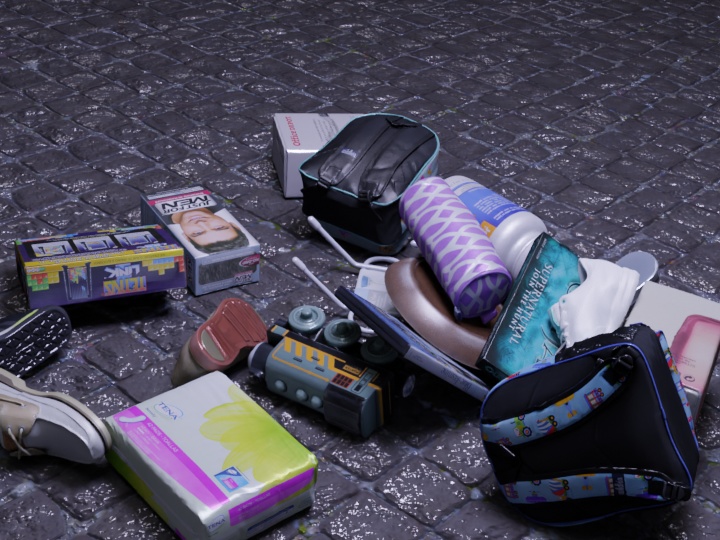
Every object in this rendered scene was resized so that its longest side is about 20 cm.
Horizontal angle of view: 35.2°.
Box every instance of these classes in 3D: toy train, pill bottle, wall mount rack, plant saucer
[{"bbox_3d":[-0.037,0.115,1.321,0.197,0.086,0.114,21,43,26],"label":"toy train"},{"bbox_3d":[0.178,-0.038,1.502,0.111,0.114,0.199,-18,36,-33],"label":"pill bottle"},{"bbox_3d":[0.000,0.000,1.520,0.170,0.076,0.201,9,30,4],"label":"wall mount rack"},{"bbox_3d":[0.120,0.045,1.422,0.198,0.032,0.201,27,27,-15],"label":"plant saucer"}]

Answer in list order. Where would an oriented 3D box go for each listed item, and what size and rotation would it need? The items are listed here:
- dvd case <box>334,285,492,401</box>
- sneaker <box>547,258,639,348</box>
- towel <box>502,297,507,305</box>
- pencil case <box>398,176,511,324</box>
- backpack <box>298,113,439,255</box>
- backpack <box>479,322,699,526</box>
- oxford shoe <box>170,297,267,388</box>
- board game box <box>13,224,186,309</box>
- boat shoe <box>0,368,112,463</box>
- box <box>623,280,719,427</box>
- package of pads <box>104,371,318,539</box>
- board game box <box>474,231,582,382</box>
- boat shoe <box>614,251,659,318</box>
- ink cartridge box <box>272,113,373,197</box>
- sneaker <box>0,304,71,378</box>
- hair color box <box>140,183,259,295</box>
[{"bbox_3d":[0.069,0.090,1.315,0.199,0.018,0.142,32,5,-45],"label":"dvd case"},{"bbox_3d":[0.252,0.074,1.311,0.087,0.076,0.202,22,61,10],"label":"sneaker"},{"bbox_3d":[0.194,-0.016,1.603,0.146,0.050,0.199,-16,36,-33],"label":"towel"},{"bbox_3d":[0.117,-0.029,1.414,0.083,0.086,0.202,-28,50,2],"label":"pencil case"},{"bbox_3d":[0.024,-0.133,1.663,0.173,0.155,0.201,18,53,23],"label":"backpack"},{"bbox_3d":[0.232,0.164,1.174,0.197,0.185,0.134,-21,5,27],"label":"backpack"},{"bbox_3d":[-0.171,0.087,1.357,0.071,0.074,0.200,50,19,4],"label":"oxford shoe"},{"bbox_3d":[-0.338,-0.008,1.467,0.196,0.058,0.165,-8,17,-20],"label":"board game box"},{"bbox_3d":[-0.351,0.166,1.201,0.197,0.076,0.068,15,37,30],"label":"boat shoe"},{"bbox_3d":[0.346,0.123,1.310,0.107,0.130,0.200,18,33,19],"label":"box"},{"bbox_3d":[-0.153,0.194,1.177,0.153,0.069,0.199,-21,39,-36],"label":"package of pads"},{"bbox_3d":[0.232,0.068,1.353,0.134,0.028,0.202,33,59,-5],"label":"board game box"},{"bbox_3d":[0.305,0.063,1.465,0.201,0.087,0.075,-38,48,-11],"label":"boat shoe"},{"bbox_3d":[-0.037,-0.187,1.825,0.196,0.086,0.145,-2,31,-13],"label":"ink cartridge box"},{"bbox_3d":[-0.426,0.100,1.323,0.082,0.073,0.199,-2,19,43],"label":"sneaker"},{"bbox_3d":[-0.226,-0.047,1.585,0.098,0.062,0.200,-13,35,-28],"label":"hair color box"}]
